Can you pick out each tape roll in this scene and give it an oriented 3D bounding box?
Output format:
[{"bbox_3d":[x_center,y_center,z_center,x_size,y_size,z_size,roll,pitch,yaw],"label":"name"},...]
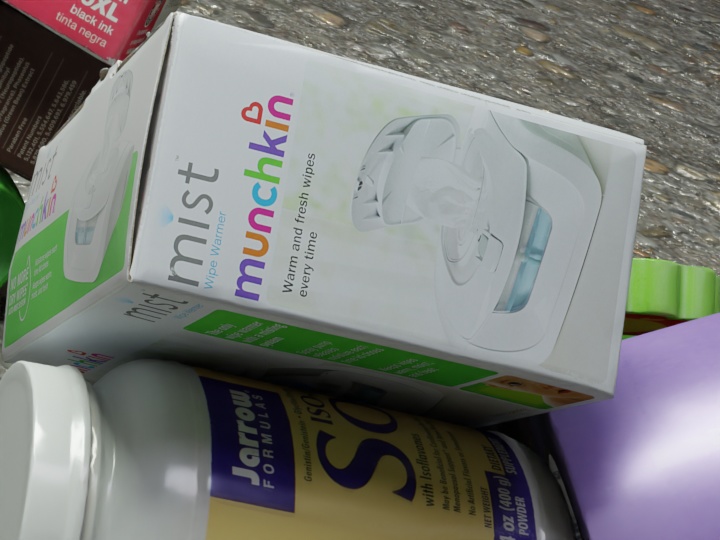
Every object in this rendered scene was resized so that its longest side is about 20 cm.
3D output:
[{"bbox_3d":[0.128,0.122,0.770,0.084,0.202,0.200,-15,25,-1],"label":"tape roll"}]

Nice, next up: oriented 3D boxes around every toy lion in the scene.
[{"bbox_3d":[0.111,0.018,1.067,0.191,0.069,0.199,-3,-9,42],"label":"toy lion"}]

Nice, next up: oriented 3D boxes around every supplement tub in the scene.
[{"bbox_3d":[-0.039,0.113,0.724,0.198,0.146,0.146,14,22,-20],"label":"supplement tub"}]

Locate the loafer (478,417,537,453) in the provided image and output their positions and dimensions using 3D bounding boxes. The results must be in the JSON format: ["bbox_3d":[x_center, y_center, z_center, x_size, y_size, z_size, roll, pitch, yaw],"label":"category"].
[{"bbox_3d":[0.068,0.055,0.882,0.071,0.202,0.073,-9,34,-20],"label":"loafer"}]

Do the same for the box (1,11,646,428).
[{"bbox_3d":[-0.022,-0.007,0.742,0.175,0.098,0.200,13,-14,-20],"label":"box"}]

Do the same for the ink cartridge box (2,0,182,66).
[{"bbox_3d":[-0.095,-0.209,0.979,0.083,0.201,0.145,30,9,-2],"label":"ink cartridge box"}]

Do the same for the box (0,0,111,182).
[{"bbox_3d":[-0.198,-0.112,0.991,0.199,0.075,0.100,27,10,-12],"label":"box"}]

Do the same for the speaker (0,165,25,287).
[{"bbox_3d":[-0.250,-0.059,1.030,0.088,0.089,0.200,-1,30,-46],"label":"speaker"}]

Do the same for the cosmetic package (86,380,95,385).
[{"bbox_3d":[-0.058,0.056,0.932,0.107,0.085,0.200,29,21,16],"label":"cosmetic package"}]
